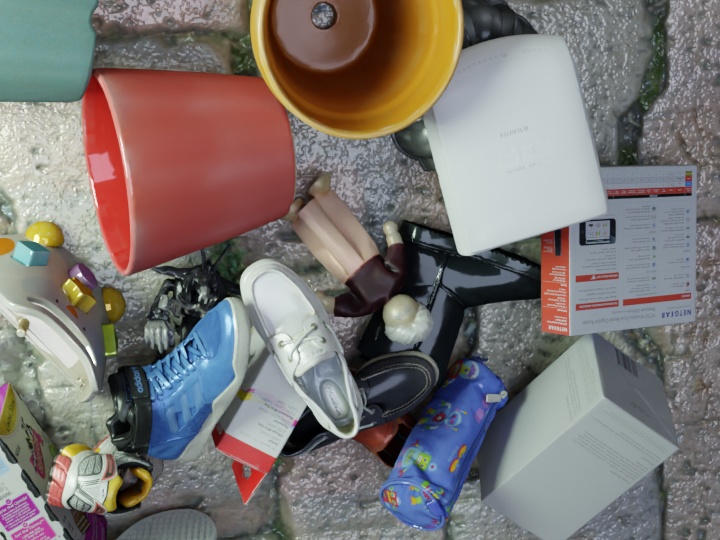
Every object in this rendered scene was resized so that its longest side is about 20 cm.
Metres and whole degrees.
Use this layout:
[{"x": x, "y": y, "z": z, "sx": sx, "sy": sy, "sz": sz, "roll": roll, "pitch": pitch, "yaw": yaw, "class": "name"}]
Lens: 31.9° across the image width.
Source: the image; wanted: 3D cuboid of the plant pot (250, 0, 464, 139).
[{"x": -0.020, "y": -0.243, "z": 1.241, "sx": 0.197, "sy": 0.183, "sz": 0.203, "roll": -4, "pitch": 105, "yaw": -14, "class": "plant pot"}]

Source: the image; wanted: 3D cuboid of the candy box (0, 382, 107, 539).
[{"x": -0.338, "y": 0.232, "z": 1.306, "sx": 0.061, "sy": 0.137, "sz": 0.201, "roll": -30, "pitch": 111, "yaw": 0, "class": "candy box"}]

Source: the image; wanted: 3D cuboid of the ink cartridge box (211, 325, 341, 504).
[{"x": -0.107, "y": 0.134, "z": 1.353, "sx": 0.067, "sy": 0.116, "sz": 0.201, "roll": 28, "pitch": 95, "yaw": -18, "class": "ink cartridge box"}]

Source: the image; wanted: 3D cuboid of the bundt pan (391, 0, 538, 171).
[{"x": 0.122, "y": -0.193, "z": 1.350, "sx": 0.199, "sy": 0.076, "sz": 0.205, "roll": -4, "pitch": 105, "yaw": -15, "class": "bundt pan"}]

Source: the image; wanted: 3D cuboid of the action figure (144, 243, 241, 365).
[{"x": -0.178, "y": 0.071, "z": 1.327, "sx": 0.117, "sy": 0.102, "sz": 0.202, "roll": 14, "pitch": 103, "yaw": -20, "class": "action figure"}]

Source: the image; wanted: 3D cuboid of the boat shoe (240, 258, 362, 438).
[{"x": -0.051, "y": 0.079, "z": 1.255, "sx": 0.070, "sy": 0.069, "sz": 0.201, "roll": -33, "pitch": 106, "yaw": -3, "class": "boat shoe"}]

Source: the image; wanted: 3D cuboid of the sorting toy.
[{"x": -0.302, "y": 0.048, "z": 1.245, "sx": 0.107, "sy": 0.180, "sz": 0.200, "roll": -41, "pitch": 111, "yaw": -1, "class": "sorting toy"}]

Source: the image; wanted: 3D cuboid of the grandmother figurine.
[{"x": 0.000, "y": 0.000, "z": 1.340, "sx": 0.121, "sy": 0.061, "sz": 0.200, "roll": -43, "pitch": 84, "yaw": 8, "class": "grandmother figurine"}]

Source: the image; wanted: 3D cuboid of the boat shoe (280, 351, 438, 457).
[{"x": -0.006, "y": 0.151, "z": 1.359, "sx": 0.198, "sy": 0.063, "sz": 0.073, "roll": -24, "pitch": 104, "yaw": 14, "class": "boat shoe"}]

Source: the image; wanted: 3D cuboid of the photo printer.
[{"x": 0.153, "y": -0.134, "z": 1.281, "sx": 0.164, "sy": 0.069, "sz": 0.203, "roll": -15, "pitch": 99, "yaw": -2, "class": "photo printer"}]

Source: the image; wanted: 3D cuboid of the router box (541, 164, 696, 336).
[{"x": 0.289, "y": -0.027, "z": 1.405, "sx": 0.198, "sy": 0.049, "sz": 0.182, "roll": -3, "pitch": 95, "yaw": -33, "class": "router box"}]

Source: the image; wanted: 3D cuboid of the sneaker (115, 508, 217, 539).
[{"x": -0.250, "y": 0.346, "z": 1.403, "sx": 0.199, "sy": 0.075, "sz": 0.105, "roll": -29, "pitch": 147, "yaw": -27, "class": "sneaker"}]

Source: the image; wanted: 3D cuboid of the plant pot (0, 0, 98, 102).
[{"x": -0.350, "y": -0.238, "z": 1.161, "sx": 0.194, "sy": 0.200, "sz": 0.203, "roll": 4, "pitch": 104, "yaw": -23, "class": "plant pot"}]

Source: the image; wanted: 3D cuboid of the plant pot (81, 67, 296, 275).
[{"x": -0.168, "y": -0.108, "z": 1.247, "sx": 0.175, "sy": 0.200, "sz": 0.203, "roll": -11, "pitch": 107, "yaw": -22, "class": "plant pot"}]

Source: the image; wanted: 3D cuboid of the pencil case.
[{"x": 0.098, "y": 0.188, "z": 1.391, "sx": 0.078, "sy": 0.086, "sz": 0.201, "roll": 55, "pitch": 50, "yaw": -27, "class": "pencil case"}]

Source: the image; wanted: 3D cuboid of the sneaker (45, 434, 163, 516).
[{"x": -0.248, "y": 0.220, "z": 1.305, "sx": 0.081, "sy": 0.200, "sz": 0.079, "roll": 15, "pitch": 93, "yaw": 13, "class": "sneaker"}]

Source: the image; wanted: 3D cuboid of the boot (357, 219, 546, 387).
[{"x": 0.108, "y": 0.050, "z": 1.408, "sx": 0.198, "sy": 0.076, "sz": 0.170, "roll": 16, "pitch": 98, "yaw": -13, "class": "boot"}]

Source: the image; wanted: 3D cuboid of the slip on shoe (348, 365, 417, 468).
[{"x": 0.019, "y": 0.173, "z": 1.428, "sx": 0.199, "sy": 0.061, "sz": 0.074, "roll": 40, "pitch": 94, "yaw": -19, "class": "slip on shoe"}]

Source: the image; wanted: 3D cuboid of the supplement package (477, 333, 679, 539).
[{"x": 0.239, "y": 0.191, "z": 1.423, "sx": 0.121, "sy": 0.120, "sz": 0.200, "roll": 33, "pitch": 119, "yaw": -20, "class": "supplement package"}]

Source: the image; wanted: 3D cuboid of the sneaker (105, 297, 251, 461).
[{"x": -0.187, "y": 0.107, "z": 1.242, "sx": 0.110, "sy": 0.077, "sz": 0.201, "roll": 8, "pitch": 128, "yaw": -30, "class": "sneaker"}]
